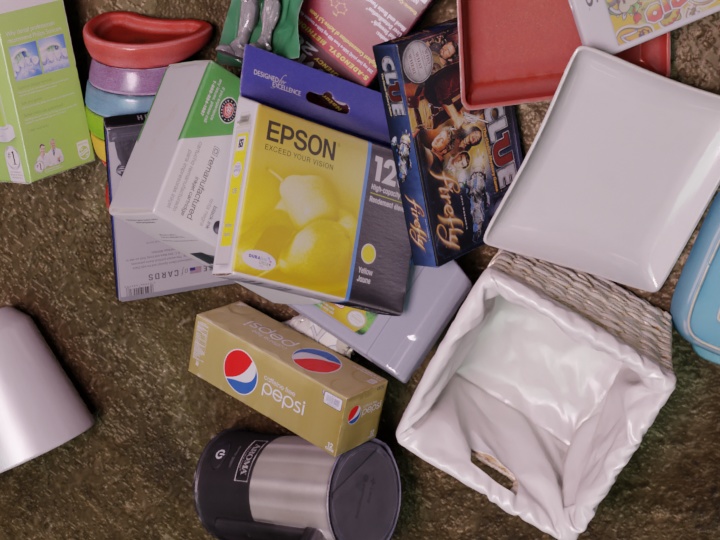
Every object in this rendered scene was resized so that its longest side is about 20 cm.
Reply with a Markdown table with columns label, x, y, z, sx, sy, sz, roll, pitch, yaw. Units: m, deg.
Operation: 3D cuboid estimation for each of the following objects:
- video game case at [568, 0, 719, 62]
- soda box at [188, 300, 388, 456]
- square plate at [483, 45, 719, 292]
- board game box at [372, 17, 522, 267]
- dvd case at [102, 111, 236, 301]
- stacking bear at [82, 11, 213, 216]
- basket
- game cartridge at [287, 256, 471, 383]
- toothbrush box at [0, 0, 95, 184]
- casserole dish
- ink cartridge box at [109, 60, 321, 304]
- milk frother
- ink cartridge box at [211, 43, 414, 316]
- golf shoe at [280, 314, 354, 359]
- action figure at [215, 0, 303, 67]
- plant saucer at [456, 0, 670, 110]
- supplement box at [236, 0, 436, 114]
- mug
| label | x | y | z | sx | sy | sz | roll | pitch | yaw |
| --- | --- | --- | --- | --- | --- | --- | --- | --- | --- |
| video game case | 0.258 | -0.297 | 1.146 | 0.198 | 0.023 | 0.184 | -22 | 111 | 2 |
| soda box | -0.073 | 0.101 | 1.325 | 0.199 | 0.067 | 0.065 | 27 | 116 | 31 |
| square plate | 0.231 | -0.089 | 1.227 | 0.198 | 0.029 | 0.200 | 15 | 116 | -22 |
| board game box | 0.087 | -0.121 | 1.237 | 0.034 | 0.135 | 0.203 | 7 | 115 | 48 |
| dvd case | -0.167 | -0.065 | 1.312 | 0.148 | 0.025 | 0.202 | -9 | 130 | -16 |
| stacking bear | -0.212 | -0.135 | 1.325 | 0.120 | 0.114 | 0.203 | 9 | 116 | 13 |
| basket | 0.168 | 0.102 | 1.274 | 0.197 | 0.161 | 0.202 | 30 | 114 | 4 |
| game cartridge | 0.000 | 0.000 | 1.296 | 0.199 | 0.041 | 0.134 | 32 | 79 | 23 |
| toothbrush box | -0.350 | -0.195 | 1.320 | 0.144 | 0.086 | 0.203 | 6 | 113 | 41 |
| casserole dish | 0.363 | 0.005 | 1.260 | 0.120 | 0.039 | 0.202 | 21 | 114 | 7 |
| ink cartridge box | -0.103 | -0.074 | 1.217 | 0.199 | 0.148 | 0.083 | 29 | 164 | -36 |
| milk frother | -0.048 | 0.267 | 1.389 | 0.186 | 0.183 | 0.199 | -1 | 155 | 40 |
| ink cartridge box | -0.029 | -0.076 | 1.195 | 0.047 | 0.196 | 0.203 | 2 | 81 | 51 |
| golf shoe | -0.044 | 0.065 | 1.369 | 0.096 | 0.078 | 0.202 | 25 | 112 | 11 |
| action figure | -0.081 | -0.290 | 1.234 | 0.117 | 0.054 | 0.203 | 5 | 81 | 42 |
| plant saucer | 0.172 | -0.252 | 1.184 | 0.197 | 0.037 | 0.203 | -8 | 108 | -11 |
| supplement box | -0.016 | -0.226 | 1.264 | 0.108 | 0.061 | 0.201 | 38 | 114 | -1 |
| mug | -0.396 | 0.131 | 1.448 | 0.185 | 0.149 | 0.155 | -22 | 95 | 14 |
